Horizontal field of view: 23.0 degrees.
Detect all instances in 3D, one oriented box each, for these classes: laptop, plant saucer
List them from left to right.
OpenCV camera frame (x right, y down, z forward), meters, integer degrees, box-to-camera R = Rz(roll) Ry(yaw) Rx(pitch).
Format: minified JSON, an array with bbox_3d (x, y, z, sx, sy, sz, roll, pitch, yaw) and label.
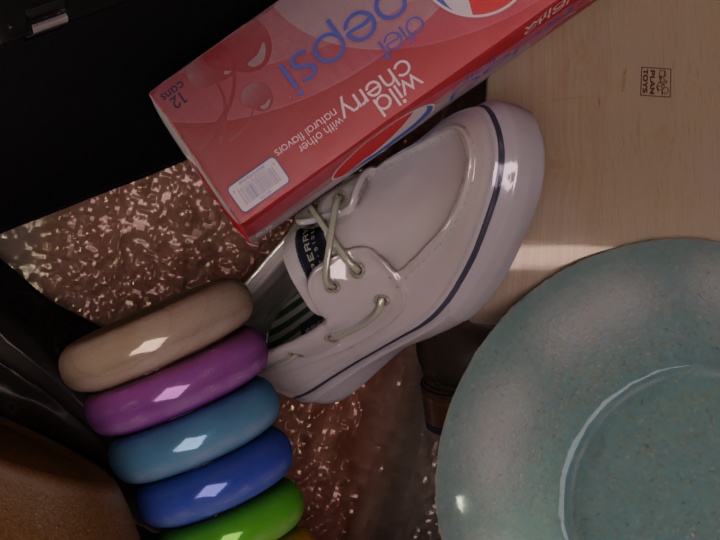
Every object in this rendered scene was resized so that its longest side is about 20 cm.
[{"bbox_3d":[-0.166,0.071,0.681,0.199,0.200,0.036,23,87,-5],"label":"plant saucer"},{"bbox_3d":[-0.090,-0.135,0.685,0.187,0.116,0.201,-25,103,-32],"label":"laptop"},{"bbox_3d":[0.131,0.089,0.710,0.200,0.039,0.202,-1,96,-5],"label":"plant saucer"}]

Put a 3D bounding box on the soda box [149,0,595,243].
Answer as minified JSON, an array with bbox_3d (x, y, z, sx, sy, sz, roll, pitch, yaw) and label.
[{"bbox_3d":[0.018,-0.094,0.686,0.200,0.070,0.064,-35,85,-3],"label":"soda box"}]

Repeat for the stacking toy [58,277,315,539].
[{"bbox_3d":[-0.049,0.108,0.732,0.085,0.085,0.201,-23,94,5],"label":"stacking toy"}]

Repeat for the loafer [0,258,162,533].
[{"bbox_3d":[-0.151,0.053,0.797,0.200,0.073,0.071,40,110,-2],"label":"loafer"}]

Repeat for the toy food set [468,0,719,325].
[{"bbox_3d":[0.120,-0.075,0.755,0.143,0.060,0.201,3,85,-4],"label":"toy food set"}]

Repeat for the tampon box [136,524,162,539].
[{"bbox_3d":[-0.164,0.204,0.781,0.126,0.150,0.201,16,101,-4],"label":"tampon box"}]

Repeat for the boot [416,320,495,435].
[{"bbox_3d":[0.119,0.012,0.780,0.199,0.075,0.097,-10,105,4],"label":"boot"}]

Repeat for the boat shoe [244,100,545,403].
[{"bbox_3d":[0.000,0.000,0.730,0.066,0.074,0.200,7,142,-29],"label":"boat shoe"}]
